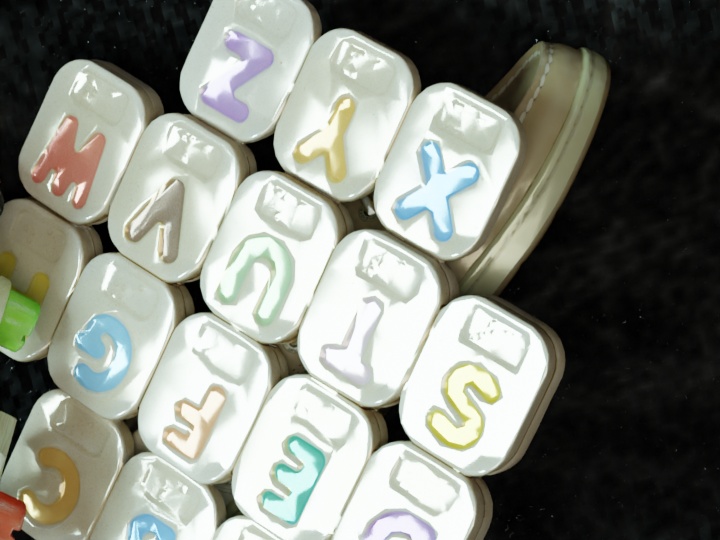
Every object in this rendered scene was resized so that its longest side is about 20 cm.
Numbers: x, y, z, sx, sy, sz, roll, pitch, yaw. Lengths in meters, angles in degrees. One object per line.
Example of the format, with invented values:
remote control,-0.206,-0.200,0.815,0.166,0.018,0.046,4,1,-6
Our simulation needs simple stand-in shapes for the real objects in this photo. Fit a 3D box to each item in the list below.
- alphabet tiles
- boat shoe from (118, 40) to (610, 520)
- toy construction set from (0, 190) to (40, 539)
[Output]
alphabet tiles,-0.036,0.017,0.770,0.200,0.015,0.196,31,103,26
boat shoe,0.000,0.000,0.793,0.065,0.072,0.200,38,105,-9
toy construction set,-0.169,0.005,0.750,0.092,0.131,0.200,-38,117,21
